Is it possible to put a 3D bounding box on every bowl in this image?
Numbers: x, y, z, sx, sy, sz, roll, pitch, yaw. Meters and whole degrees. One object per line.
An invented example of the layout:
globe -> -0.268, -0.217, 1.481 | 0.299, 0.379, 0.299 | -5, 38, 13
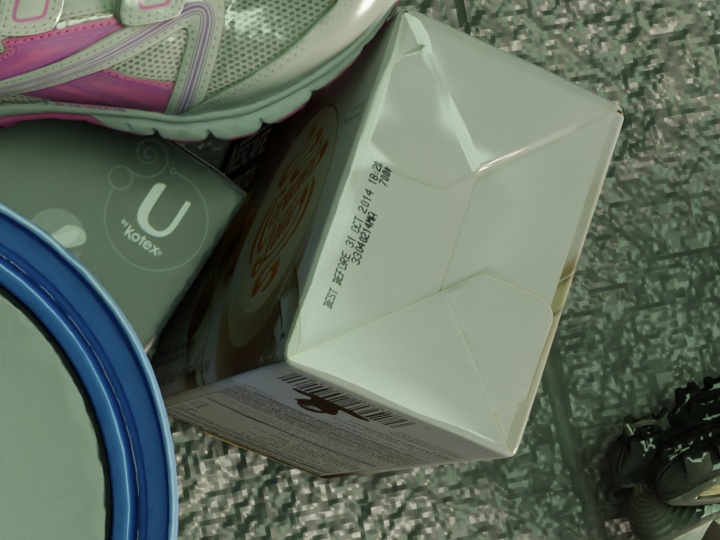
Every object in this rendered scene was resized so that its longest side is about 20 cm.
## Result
bowl -> -0.154, 0.068, 0.681 | 0.200, 0.039, 0.201 | 2, 81, -13

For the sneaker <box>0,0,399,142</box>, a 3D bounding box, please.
sneaker -> -0.084, -0.086, 0.685 | 0.200, 0.088, 0.082 | -11, 64, 3

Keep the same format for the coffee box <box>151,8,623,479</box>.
coffee box -> 0.000, 0.000, 0.777 | 0.080, 0.200, 0.115 | 23, 78, -13

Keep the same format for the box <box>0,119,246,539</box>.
box -> -0.140, 0.036, 0.773 | 0.106, 0.122, 0.200 | 34, 75, -7

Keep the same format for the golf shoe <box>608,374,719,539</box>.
golf shoe -> 0.190, 0.073, 0.899 | 0.200, 0.078, 0.095 | -18, 106, -16
